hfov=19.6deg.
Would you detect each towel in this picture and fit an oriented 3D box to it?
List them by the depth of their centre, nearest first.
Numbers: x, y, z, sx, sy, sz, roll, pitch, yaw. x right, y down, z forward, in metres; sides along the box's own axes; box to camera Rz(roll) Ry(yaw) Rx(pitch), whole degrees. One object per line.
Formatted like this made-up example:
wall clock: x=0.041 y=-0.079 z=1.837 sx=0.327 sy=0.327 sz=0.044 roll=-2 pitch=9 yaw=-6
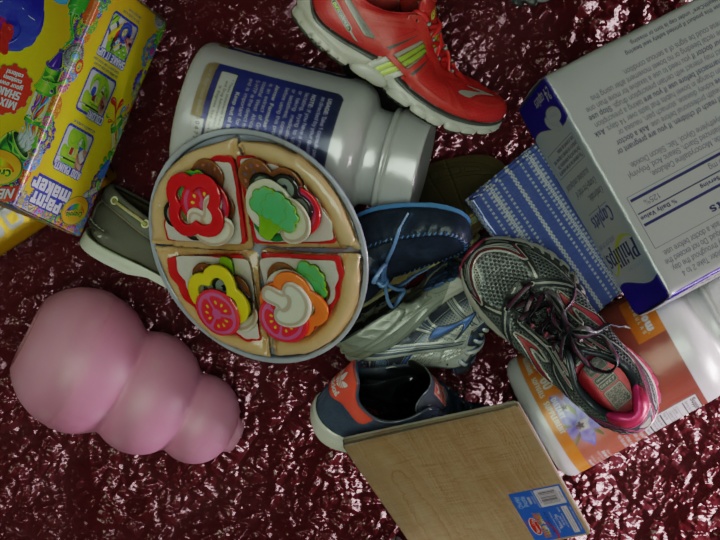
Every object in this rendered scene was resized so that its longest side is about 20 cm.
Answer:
towel: x=0.199 y=-0.061 z=1.716 sx=0.200 sy=0.024 sz=0.145 roll=-38 pitch=98 yaw=-14

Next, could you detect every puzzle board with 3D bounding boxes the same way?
puzzle board: x=0.091 y=0.178 z=1.729 sx=0.150 sy=0.017 sz=0.200 roll=-14 pitch=138 yaw=17

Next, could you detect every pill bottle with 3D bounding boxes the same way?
pill bottle: x=-0.045 y=-0.107 z=1.698 sx=0.200 sy=0.120 sz=0.120 roll=15 pitch=100 yaw=7
pill bottle: x=0.231 y=0.077 z=1.726 sx=0.200 sy=0.112 sz=0.112 roll=-30 pitch=97 yaw=7

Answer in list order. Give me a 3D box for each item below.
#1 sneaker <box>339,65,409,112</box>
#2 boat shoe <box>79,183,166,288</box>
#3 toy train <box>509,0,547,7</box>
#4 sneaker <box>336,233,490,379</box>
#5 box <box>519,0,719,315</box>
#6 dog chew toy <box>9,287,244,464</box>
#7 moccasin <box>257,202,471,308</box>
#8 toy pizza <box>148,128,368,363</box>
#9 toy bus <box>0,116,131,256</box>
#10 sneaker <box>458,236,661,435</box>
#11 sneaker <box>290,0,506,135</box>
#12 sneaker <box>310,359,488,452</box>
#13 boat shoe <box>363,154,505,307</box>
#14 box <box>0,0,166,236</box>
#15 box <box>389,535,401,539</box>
sneaker: x=0.000 y=-0.204 z=1.707 sx=0.073 sy=0.082 sz=0.200 roll=-35 pitch=98 yaw=5
boat shoe: x=-0.136 y=-0.009 z=1.753 sx=0.201 sy=0.072 sz=0.060 roll=24 pitch=105 yaw=3
toy train: x=0.087 y=-0.292 z=1.677 sx=0.200 sy=0.085 sz=0.114 roll=25 pitch=91 yaw=5
sneaker: x=0.081 y=0.037 z=1.756 sx=0.200 sy=0.077 sz=0.085 roll=-29 pitch=107 yaw=15
box: x=0.257 y=-0.095 z=1.653 sx=0.184 sy=0.105 sz=0.200 roll=-27 pitch=83 yaw=-14
dog chew toy: x=-0.191 y=0.097 z=1.754 sx=0.200 sy=0.125 sz=0.125 roll=27 pitch=100 yaw=-9
moccasin: x=0.000 y=0.000 z=1.679 sx=0.200 sy=0.068 sz=0.080 roll=-15 pitch=143 yaw=29
toy pizza: x=-0.087 y=-0.015 z=1.648 sx=0.200 sy=0.032 sz=0.201 roll=11 pitch=116 yaw=24
toy bus: x=-0.278 y=-0.076 z=1.752 sx=0.200 sy=0.065 sz=0.078 roll=-33 pitch=96 yaw=8
sneaker: x=0.161 y=0.047 z=1.643 sx=0.200 sy=0.075 sz=0.081 roll=42 pitch=95 yaw=8
sneaker: x=0.043 y=-0.178 z=1.649 sx=0.200 sy=0.077 sz=0.085 roll=30 pitch=107 yaw=-21
sneaker: x=0.063 y=0.118 z=1.727 sx=0.200 sy=0.075 sz=0.085 roll=9 pitch=135 yaw=-24
boat shoe: x=0.043 y=-0.026 z=1.750 sx=0.201 sy=0.063 sz=0.073 roll=-34 pitch=53 yaw=4
box: x=-0.295 y=-0.157 z=1.663 sx=0.200 sy=0.122 sz=0.193 roll=20 pitch=86 yaw=20
box: x=0.010 y=0.363 z=1.796 sx=0.200 sy=0.097 sz=0.177 roll=-38 pitch=98 yaw=9
